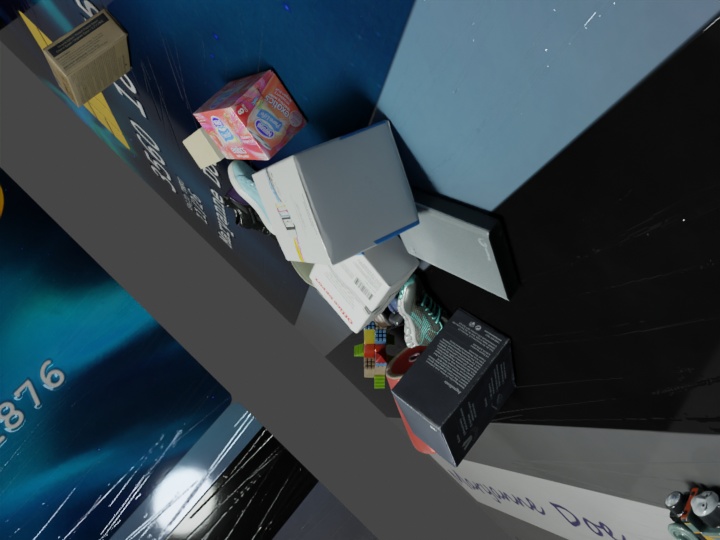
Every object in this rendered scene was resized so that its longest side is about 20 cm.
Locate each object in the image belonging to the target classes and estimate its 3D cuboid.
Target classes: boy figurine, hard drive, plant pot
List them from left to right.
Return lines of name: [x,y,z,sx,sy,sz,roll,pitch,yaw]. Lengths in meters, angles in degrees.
boy figurine: [0.024,0.021,1.158,0.200,0.065,0.124,46,173,-13]
plant pot: [0.156,0.257,1.229,0.179,0.199,0.200,58,161,-12]
hard drive: [0.127,-0.045,0.811,0.198,0.033,0.141,28,157,43]

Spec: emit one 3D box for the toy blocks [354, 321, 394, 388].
toy blocks: [0.033,0.154,1.312,0.097,0.204,0.137,0,156,0]

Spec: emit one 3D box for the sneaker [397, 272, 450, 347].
sneaker: [0.125,0.077,1.075,0.089,0.079,0.202,8,143,22]

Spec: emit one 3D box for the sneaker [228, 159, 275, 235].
sneaker: [-0.212,-0.178,1.266,0.201,0.074,0.082,50,133,-2]

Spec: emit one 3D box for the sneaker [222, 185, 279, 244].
sneaker: [-0.276,-0.130,1.461,0.201,0.088,0.075,52,161,-26]

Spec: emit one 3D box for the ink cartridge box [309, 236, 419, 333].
ink cartridge box: [0.000,0.000,1.015,0.147,0.084,0.201,49,149,10]

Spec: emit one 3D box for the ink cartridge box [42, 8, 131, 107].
ink cartridge box: [-0.611,-0.476,1.288,0.075,0.165,0.199,47,162,-10]

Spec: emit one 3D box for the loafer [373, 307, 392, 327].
loafer: [-0.001,0.061,1.270,0.200,0.072,0.072,45,-155,23]

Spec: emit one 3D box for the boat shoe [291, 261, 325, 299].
boat shoe: [-0.105,0.023,1.455,0.199,0.072,0.068,41,159,5]

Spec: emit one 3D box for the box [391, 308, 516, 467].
box: [0.175,0.214,1.029,0.117,0.200,0.198,31,159,34]

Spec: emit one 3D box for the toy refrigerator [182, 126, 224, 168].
toy refrigerator: [-0.328,-0.284,1.256,0.077,0.070,0.199,56,160,-18]

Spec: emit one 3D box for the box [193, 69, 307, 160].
box: [-0.188,-0.254,0.946,0.199,0.095,0.103,19,150,55]

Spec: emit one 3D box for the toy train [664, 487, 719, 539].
toy train: [0.544,0.397,0.822,0.200,0.085,0.114,45,152,5]

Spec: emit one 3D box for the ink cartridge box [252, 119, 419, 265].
ink cartridge box: [-0.041,-0.104,0.804,0.199,0.145,0.147,7,120,65]
